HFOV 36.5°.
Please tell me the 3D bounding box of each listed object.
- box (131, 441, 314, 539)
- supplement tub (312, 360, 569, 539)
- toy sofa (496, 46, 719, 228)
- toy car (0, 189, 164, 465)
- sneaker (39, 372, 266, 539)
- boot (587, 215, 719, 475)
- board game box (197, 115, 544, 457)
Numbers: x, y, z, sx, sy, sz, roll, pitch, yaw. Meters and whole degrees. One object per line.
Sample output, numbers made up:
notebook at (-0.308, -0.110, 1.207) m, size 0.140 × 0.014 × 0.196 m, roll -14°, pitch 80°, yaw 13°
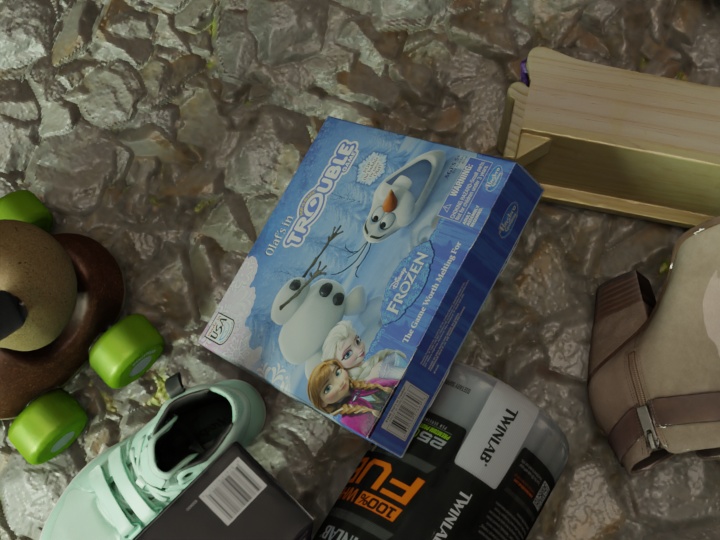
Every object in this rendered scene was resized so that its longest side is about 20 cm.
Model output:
box at (-0.125, 0.224, 0.708) m, size 0.079 × 0.141 × 0.200 m, roll 42°, pitch 68°, yaw 12°
supplement tub at (0.044, 0.171, 0.727) m, size 0.122 × 0.123 × 0.201 m, roll 30°, pitch 71°, yaw 9°
toy sofa at (0.200, -0.087, 0.802) m, size 0.198 × 0.083 × 0.098 m, roll 11°, pitch 67°, yaw 6°
toy car at (-0.251, 0.026, 0.750) m, size 0.158 × 0.200 × 0.164 m, roll -44°, pitch 79°, yaw -5°
sneaker at (-0.159, 0.144, 0.763) m, size 0.200 × 0.118 × 0.074 m, roll -41°, pitch 81°, yaw -3°
boot at (0.241, 0.051, 0.745) m, size 0.199 × 0.070 × 0.147 m, roll -33°, pitch 52°, yaw 39°
board game box at (0.000, 0.000, 0.763) m, size 0.198 × 0.043 × 0.201 m, roll 20°, pitch 78°, yaw 47°
